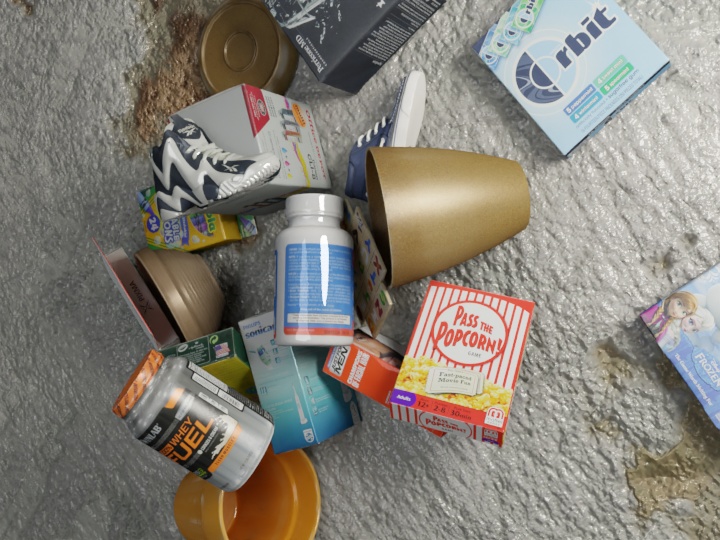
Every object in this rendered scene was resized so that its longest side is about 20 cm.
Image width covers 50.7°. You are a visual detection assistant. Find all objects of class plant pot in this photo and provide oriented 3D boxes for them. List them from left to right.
[{"bbox_3d":[-0.282,0.039,1.243,0.092,0.201,0.202,-30,76,-17],"label":"plant pot"},{"bbox_3d":[-0.195,0.369,1.200,0.182,0.199,0.203,-16,86,41],"label":"plant pot"},{"bbox_3d":[-0.191,-0.355,1.237,0.197,0.027,0.204,2,95,26],"label":"plant pot"},{"bbox_3d":[0.117,-0.085,1.014,0.197,0.186,0.189,-10,88,-6],"label":"plant pot"}]

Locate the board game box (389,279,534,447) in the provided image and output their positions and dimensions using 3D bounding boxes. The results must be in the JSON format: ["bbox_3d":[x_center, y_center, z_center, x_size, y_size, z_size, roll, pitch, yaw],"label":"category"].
[{"bbox_3d":[0.138,0.118,1.010,0.149,0.047,0.202,11,55,16],"label":"board game box"}]

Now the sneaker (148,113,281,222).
[{"bbox_3d":[-0.204,-0.154,1.003,0.197,0.079,0.131,-16,96,34],"label":"sneaker"}]

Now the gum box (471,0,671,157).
[{"bbox_3d":[0.273,-0.283,1.000,0.170,0.044,0.201,-43,75,22],"label":"gum box"}]

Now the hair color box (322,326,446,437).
[{"bbox_3d":[0.058,0.155,1.095,0.198,0.111,0.065,25,102,22],"label":"hair color box"}]

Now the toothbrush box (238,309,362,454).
[{"bbox_3d":[-0.088,0.155,1.148,0.084,0.146,0.203,-18,86,26],"label":"toothbrush box"}]

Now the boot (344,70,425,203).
[{"bbox_3d":[0.033,-0.194,1.107,0.089,0.073,0.203,15,100,19],"label":"boot"}]

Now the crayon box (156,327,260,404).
[{"bbox_3d":[-0.211,0.163,1.170,0.125,0.200,0.051,-17,59,8],"label":"crayon box"}]

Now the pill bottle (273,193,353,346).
[{"bbox_3d":[-0.063,0.002,1.041,0.111,0.112,0.203,-2,84,26],"label":"pill bottle"}]

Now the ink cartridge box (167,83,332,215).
[{"bbox_3d":[-0.159,-0.172,1.136,0.143,0.199,0.148,-17,87,23],"label":"ink cartridge box"}]

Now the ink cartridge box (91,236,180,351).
[{"bbox_3d":[-0.370,0.046,1.274,0.043,0.174,0.201,-31,74,-19],"label":"ink cartridge box"}]

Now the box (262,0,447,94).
[{"bbox_3d":[-0.018,-0.403,1.097,0.196,0.124,0.201,-41,75,24],"label":"box"}]

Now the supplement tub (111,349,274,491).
[{"bbox_3d":[-0.227,0.201,1.034,0.199,0.123,0.123,35,110,-14],"label":"supplement tub"}]

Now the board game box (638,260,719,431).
[{"bbox_3d":[0.481,0.082,0.918,0.198,0.043,0.201,-38,76,22],"label":"board game box"}]

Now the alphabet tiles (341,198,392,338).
[{"bbox_3d":[0.000,0.000,1.084,0.006,0.201,0.168,-17,69,-16],"label":"alphabet tiles"}]

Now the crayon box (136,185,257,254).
[{"bbox_3d":[-0.278,-0.097,1.281,0.198,0.051,0.128,-15,86,26],"label":"crayon box"}]
